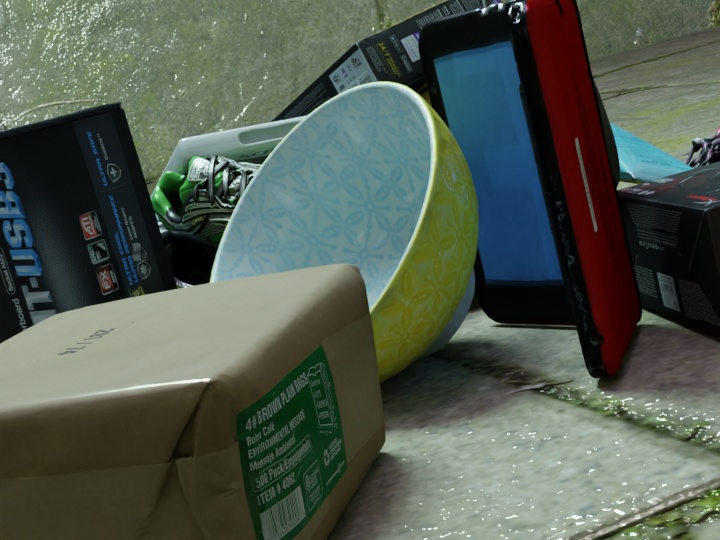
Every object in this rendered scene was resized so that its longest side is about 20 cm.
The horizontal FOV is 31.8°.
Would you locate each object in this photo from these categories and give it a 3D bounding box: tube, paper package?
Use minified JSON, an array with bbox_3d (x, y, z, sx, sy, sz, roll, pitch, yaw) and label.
[{"bbox_3d":[0.168,-0.087,0.895,0.076,0.051,0.200,0,18,-24],"label":"tube"},{"bbox_3d":[-0.099,0.077,0.572,0.188,0.105,0.200,-11,10,18],"label":"paper package"}]

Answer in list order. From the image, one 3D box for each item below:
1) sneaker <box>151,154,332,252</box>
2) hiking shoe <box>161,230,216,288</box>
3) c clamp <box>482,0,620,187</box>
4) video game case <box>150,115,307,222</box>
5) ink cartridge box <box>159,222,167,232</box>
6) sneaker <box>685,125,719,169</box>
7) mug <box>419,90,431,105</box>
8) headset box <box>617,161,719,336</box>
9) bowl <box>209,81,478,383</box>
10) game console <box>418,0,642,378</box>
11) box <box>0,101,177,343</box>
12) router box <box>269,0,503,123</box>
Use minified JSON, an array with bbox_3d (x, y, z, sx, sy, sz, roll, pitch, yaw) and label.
[{"bbox_3d":[-0.087,-0.045,0.924,0.199,0.085,0.079,-9,46,47],"label":"sneaker"},{"bbox_3d":[-0.138,0.019,0.944,0.198,0.102,0.075,-6,12,36],"label":"hiking shoe"},{"bbox_3d":[0.115,-0.131,0.824,0.027,0.173,0.200,-19,16,-6],"label":"c clamp"},{"bbox_3d":[-0.083,-0.089,1.083,0.180,0.024,0.200,-13,-7,-19],"label":"video game case"},{"bbox_3d":[-0.222,0.016,1.125,0.198,0.085,0.144,-21,13,-34],"label":"ink cartridge box"},{"bbox_3d":[0.259,-0.061,0.916,0.080,0.076,0.200,-8,13,27],"label":"sneaker"},{"bbox_3d":[0.060,-0.106,1.179,0.152,0.188,0.150,-21,35,4],"label":"mug"},{"bbox_3d":[0.267,-0.032,0.741,0.197,0.076,0.149,-15,9,-7],"label":"headset box"},{"bbox_3d":[0.007,-0.002,0.779,0.107,0.202,0.199,32,-21,-35],"label":"bowl"},{"bbox_3d":[0.084,-0.049,0.728,0.117,0.203,0.172,-11,11,22],"label":"game console"},{"bbox_3d":[-0.203,0.013,0.785,0.049,0.203,0.198,-8,10,37],"label":"box"},{"bbox_3d":[0.025,-0.173,1.134,0.156,0.053,0.200,-30,1,-29],"label":"router box"}]
